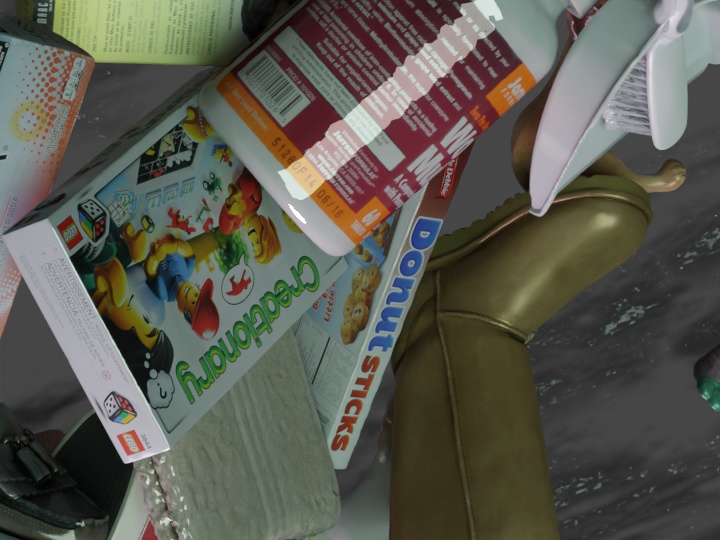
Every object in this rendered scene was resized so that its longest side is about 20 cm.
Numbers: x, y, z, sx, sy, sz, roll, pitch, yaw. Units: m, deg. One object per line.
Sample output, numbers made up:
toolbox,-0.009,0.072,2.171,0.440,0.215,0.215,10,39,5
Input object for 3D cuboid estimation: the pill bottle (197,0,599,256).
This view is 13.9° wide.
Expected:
pill bottle,0.026,-0.110,1.441,0.200,0.110,0.110,-42,117,2

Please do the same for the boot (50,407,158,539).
boot,-0.112,0.170,1.548,0.144,0.072,0.201,15,95,-45

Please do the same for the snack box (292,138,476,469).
snack box,0.000,0.000,1.555,0.024,0.072,0.201,7,112,-39

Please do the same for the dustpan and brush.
dustpan and brush,0.142,-0.110,1.421,0.139,0.057,0.200,-39,149,-20

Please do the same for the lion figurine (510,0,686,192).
lion figurine,0.124,-0.101,1.544,0.122,0.072,0.201,12,102,-35

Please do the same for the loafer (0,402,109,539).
loafer,-0.207,0.084,1.486,0.072,0.199,0.063,1,111,-63

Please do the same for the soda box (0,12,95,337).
soda box,-0.199,-0.025,1.421,0.068,0.063,0.201,12,102,-40

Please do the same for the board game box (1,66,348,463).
board game box,-0.087,-0.009,1.459,0.034,0.200,0.127,-18,107,34

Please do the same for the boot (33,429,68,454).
boot,-0.140,0.182,1.596,0.165,0.072,0.201,0,109,-13

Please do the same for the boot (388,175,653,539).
boot,0.085,0.069,1.518,0.175,0.201,0.066,-25,145,33

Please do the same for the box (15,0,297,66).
box,-0.071,-0.143,1.489,0.199,0.050,0.076,0,112,-15

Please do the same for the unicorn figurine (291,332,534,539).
unicorn figurine,0.025,0.133,1.602,0.200,0.138,0.074,-33,151,15

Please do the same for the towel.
towel,-0.081,0.049,1.503,0.034,0.132,0.201,-18,87,37

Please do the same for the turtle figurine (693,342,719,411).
turtle figurine,0.283,0.015,1.627,0.149,0.101,0.200,37,115,-11
